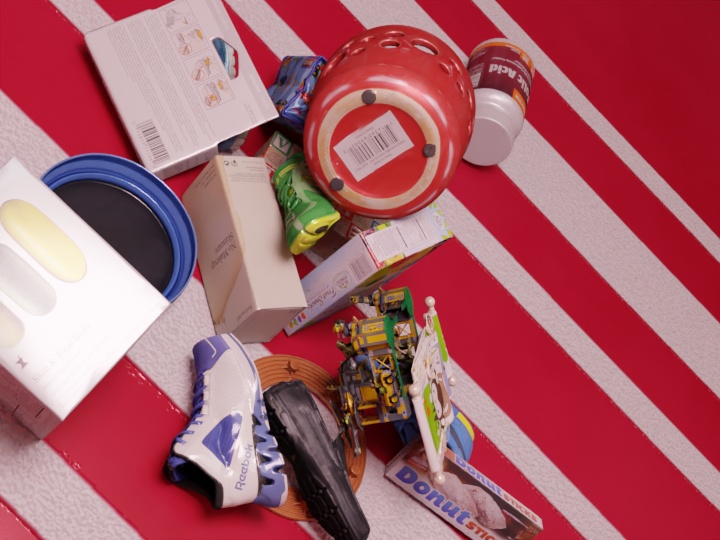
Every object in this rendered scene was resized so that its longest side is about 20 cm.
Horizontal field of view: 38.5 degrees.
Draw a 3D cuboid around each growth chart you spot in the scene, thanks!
[{"bbox_3d":[0.087,0.143,1.216,0.201,0.018,0.146,-72,147,-58],"label":"growth chart"}]

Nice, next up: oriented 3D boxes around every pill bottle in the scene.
[{"bbox_3d":[0.211,-0.269,1.649,0.114,0.114,0.201,33,47,-17],"label":"pill bottle"}]

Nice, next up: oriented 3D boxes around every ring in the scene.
[{"bbox_3d":[-0.072,0.190,1.203,0.199,0.019,0.202,19,53,-27],"label":"ring"}]

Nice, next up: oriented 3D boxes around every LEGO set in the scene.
[{"bbox_3d":[0.001,0.105,1.188,0.200,0.115,0.155,-63,140,-68],"label":"LEGO set"}]

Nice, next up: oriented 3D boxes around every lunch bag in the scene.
[{"bbox_3d":[-0.027,-0.193,1.386,0.199,0.150,0.094,36,87,-24],"label":"lunch bag"}]

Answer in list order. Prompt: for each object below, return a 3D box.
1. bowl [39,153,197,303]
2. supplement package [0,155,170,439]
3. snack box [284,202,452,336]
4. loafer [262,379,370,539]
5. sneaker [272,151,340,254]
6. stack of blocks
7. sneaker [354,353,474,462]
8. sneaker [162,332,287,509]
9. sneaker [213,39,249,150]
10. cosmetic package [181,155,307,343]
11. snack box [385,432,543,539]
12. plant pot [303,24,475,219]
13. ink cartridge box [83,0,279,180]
[{"bbox_3d":[-0.282,-0.036,1.163,0.199,0.039,0.202,20,53,-28],"label":"bowl"},{"bbox_3d":[-0.318,0.032,0.988,0.200,0.151,0.152,44,63,-7],"label":"supplement package"},{"bbox_3d":[0.000,0.000,1.249,0.142,0.200,0.053,-22,80,-44],"label":"snack box"},{"bbox_3d":[-0.041,0.212,1.152,0.070,0.068,0.202,-23,75,-36],"label":"loafer"},{"bbox_3d":[-0.072,-0.082,1.208,0.084,0.074,0.200,45,14,-18],"label":"sneaker"},{"bbox_3d":[-0.054,-0.094,1.367,0.199,0.059,0.116,34,47,-17],"label":"stack of blocks"},{"bbox_3d":[0.064,0.174,1.282,0.200,0.066,0.079,46,34,-8],"label":"sneaker"},{"bbox_3d":[-0.159,0.166,1.096,0.114,0.081,0.201,-9,63,-29],"label":"sneaker"},{"bbox_3d":[-0.209,-0.250,1.331,0.089,0.078,0.202,-6,67,-37],"label":"sneaker"},{"bbox_3d":[-0.140,-0.024,1.224,0.073,0.103,0.202,0,63,-37],"label":"cosmetic package"},{"bbox_3d":[0.128,0.279,1.267,0.199,0.072,0.024,38,22,-13],"label":"snack box"},{"bbox_3d":[0.033,-0.165,1.197,0.200,0.200,0.183,38,26,-12],"label":"plant pot"},{"bbox_3d":[-0.220,-0.231,1.274,0.175,0.045,0.201,-25,79,-13],"label":"ink cartridge box"}]
